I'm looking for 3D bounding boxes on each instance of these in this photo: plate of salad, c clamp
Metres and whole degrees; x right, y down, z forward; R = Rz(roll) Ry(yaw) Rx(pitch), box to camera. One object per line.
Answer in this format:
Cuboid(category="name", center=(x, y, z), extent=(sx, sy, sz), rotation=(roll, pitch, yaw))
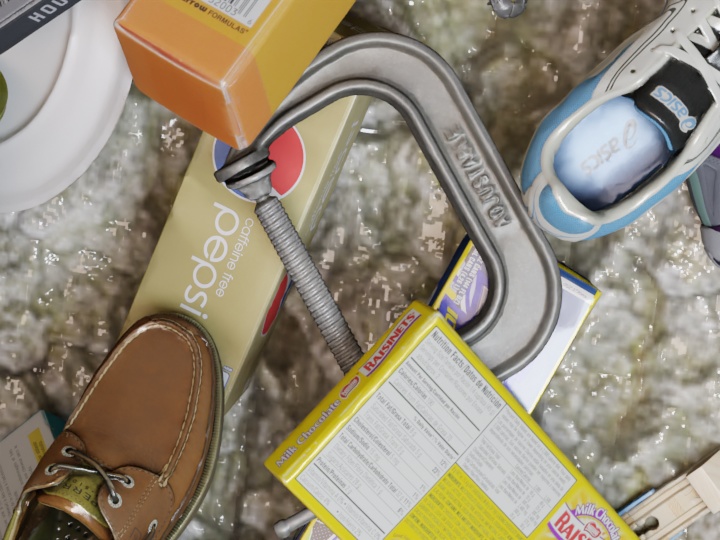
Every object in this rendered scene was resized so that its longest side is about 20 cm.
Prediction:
Cuboid(category="plate of salad", center=(-0.172, -0.129, 1.181), extent=(0.199, 0.048, 0.202), rotation=(5, 97, 38))
Cuboid(category="c clamp", center=(0.000, 0.000, 1.122), extent=(0.170, 0.027, 0.201), rotation=(-23, 93, 3))

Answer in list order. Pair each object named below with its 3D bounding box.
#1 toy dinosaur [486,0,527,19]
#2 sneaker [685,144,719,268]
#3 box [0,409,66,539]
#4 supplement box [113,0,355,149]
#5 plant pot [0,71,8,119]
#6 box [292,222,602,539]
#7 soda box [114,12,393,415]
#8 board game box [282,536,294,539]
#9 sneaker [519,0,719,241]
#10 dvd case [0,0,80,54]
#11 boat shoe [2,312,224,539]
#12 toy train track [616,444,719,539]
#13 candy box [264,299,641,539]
Cuboid(category="toy dinosaur", center=(0.087, -0.200, 1.086), extent=(0.102, 0.136, 0.201), rotation=(-18, 133, -12))
Cuboid(category="sneaker", center=(0.237, -0.074, 1.120), extent=(0.199, 0.074, 0.088), rotation=(-25, 92, 15))
Cuboid(category="box", center=(-0.209, 0.165, 1.245), extent=(0.200, 0.049, 0.083), rotation=(-37, 52, 16))
Cuboid(category="supplement box", center=(-0.026, -0.158, 1.104), extent=(0.069, 0.067, 0.200), rotation=(32, 74, 18))
Cuboid(category="plant pot", center=(-0.274, -0.005, 1.135), extent=(0.199, 0.201, 0.194), rotation=(15, 115, 7))
Cuboid(category="box", center=(0.037, 0.077, 1.171), extent=(0.070, 0.064, 0.201), rotation=(29, 93, -1))
Cuboid(category="soda box", center=(-0.052, -0.034, 1.183), extent=(0.064, 0.068, 0.201), rotation=(26, 105, 5))
Cuboid(category="board game box", center=(-0.068, 0.254, 1.260), extent=(0.199, 0.041, 0.201), rotation=(-19, 97, 13))
Cuboid(category="sneaker", center=(0.151, -0.090, 1.090), extent=(0.072, 0.072, 0.200), rotation=(42, 92, -14))
Cuboid(category="dvd case", center=(-0.141, -0.218, 1.116), extent=(0.150, 0.025, 0.201), rotation=(-30, 64, 23))
Cuboid(category="boat shoe", center=(-0.119, 0.110, 1.123), extent=(0.072, 0.068, 0.201), rotation=(19, 80, 13))
Cuboid(category="toy train track", center=(0.104, 0.155, 1.212), extent=(0.200, 0.033, 0.115), rotation=(-36, 93, 14))
Cuboid(category="candy box", center=(0.051, 0.113, 1.125), extent=(0.102, 0.026, 0.200), rotation=(-47, 124, -8))
